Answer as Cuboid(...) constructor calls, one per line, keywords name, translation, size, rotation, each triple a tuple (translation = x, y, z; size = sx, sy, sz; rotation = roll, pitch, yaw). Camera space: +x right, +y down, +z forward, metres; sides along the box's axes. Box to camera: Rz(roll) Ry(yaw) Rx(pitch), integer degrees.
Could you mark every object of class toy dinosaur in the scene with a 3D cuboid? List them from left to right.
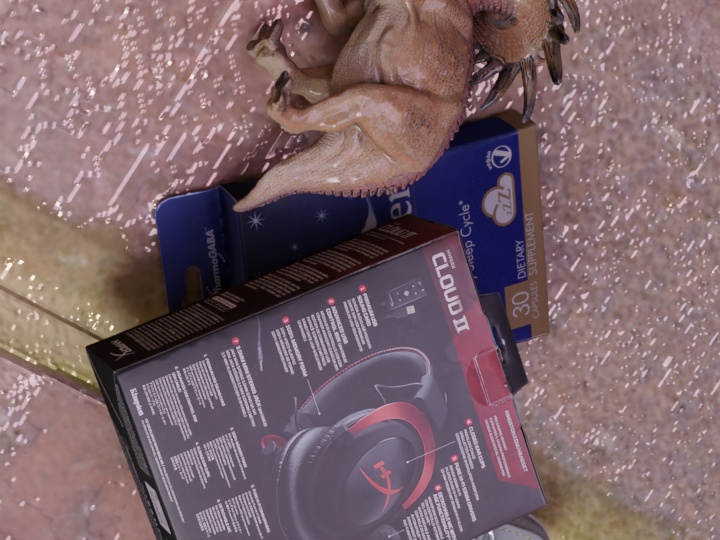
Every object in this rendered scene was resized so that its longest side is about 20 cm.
Cuboid(name="toy dinosaur", translation=(0.028, -0.093, 1.071), size=(0.135, 0.086, 0.200), rotation=(33, 86, -24))

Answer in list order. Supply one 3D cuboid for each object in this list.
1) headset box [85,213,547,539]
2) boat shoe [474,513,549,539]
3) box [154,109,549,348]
Cuboid(name="headset box", translation=(-0.011, 0.071, 1.085), size=(0.200, 0.075, 0.149), rotation=(-23, 104, -14))
Cuboid(name="boat shoe", translation=(0.017, 0.155, 1.193), size=(0.201, 0.065, 0.075), rotation=(10, 106, -27))
Cuboid(name="box", translation=(0.000, 0.000, 1.141), size=(0.199, 0.032, 0.121), rotation=(-15, 116, -18))
